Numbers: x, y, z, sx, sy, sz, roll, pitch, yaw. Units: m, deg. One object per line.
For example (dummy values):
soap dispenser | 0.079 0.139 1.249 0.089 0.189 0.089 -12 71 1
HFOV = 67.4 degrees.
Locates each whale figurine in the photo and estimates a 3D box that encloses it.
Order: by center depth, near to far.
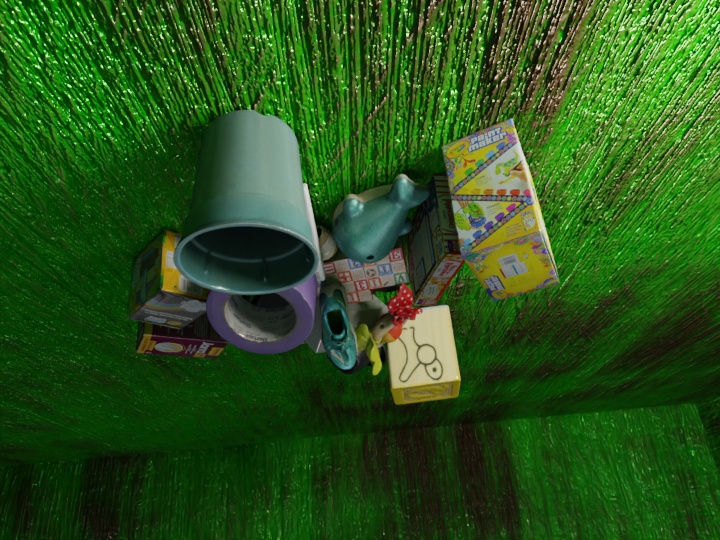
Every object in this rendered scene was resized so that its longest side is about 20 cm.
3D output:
whale figurine | 0.035 -0.084 0.941 0.155 0.108 0.198 18 145 -37

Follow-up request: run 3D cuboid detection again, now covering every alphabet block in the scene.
alphabet block | 0.166 0.235 1.479 0.187 0.208 0.198 -8 154 7

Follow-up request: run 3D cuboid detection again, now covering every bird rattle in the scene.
bird rattle | 0.059 0.119 1.208 0.202 0.112 0.163 -51 166 5

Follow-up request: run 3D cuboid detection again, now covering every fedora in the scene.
fedora | -0.026 0.212 1.424 0.196 0.092 0.205 28 145 22

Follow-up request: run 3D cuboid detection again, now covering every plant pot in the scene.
plant pot | -0.157 -0.100 0.770 0.191 0.203 0.202 -3 154 -2

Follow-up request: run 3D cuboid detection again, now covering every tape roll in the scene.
tape roll | -0.177 0.053 0.985 0.191 0.087 0.205 0 131 1

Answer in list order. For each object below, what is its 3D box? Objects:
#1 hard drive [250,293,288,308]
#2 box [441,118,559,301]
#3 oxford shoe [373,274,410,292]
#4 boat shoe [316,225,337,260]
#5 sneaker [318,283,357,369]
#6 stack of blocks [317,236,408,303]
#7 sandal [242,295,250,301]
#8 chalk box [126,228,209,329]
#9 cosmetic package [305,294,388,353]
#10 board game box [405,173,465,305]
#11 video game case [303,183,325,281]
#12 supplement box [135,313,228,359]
hard drive | -0.149 0.065 1.197 0.197 0.042 0.138 23 102 -48
box | 0.228 -0.088 0.870 0.118 0.200 0.200 -16 151 22
oxford shoe | 0.028 0.014 1.200 0.192 0.074 0.071 -10 -177 6
boat shoe | -0.142 -0.040 1.041 0.193 0.076 0.069 -21 147 11
sneaker | -0.049 0.129 1.101 0.074 0.081 0.206 -13 122 -1
stack of blocks | 0.000 0.000 1.104 0.192 0.060 0.118 -11 129 10
sandal | -0.281 0.115 1.296 0.055 0.083 0.202 10 149 -18
chalk box | -0.380 0.030 1.070 0.122 0.129 0.197 18 146 -41
cosmetic package | -0.037 0.114 1.240 0.196 0.084 0.111 4 116 -46
board game box | 0.132 -0.049 0.976 0.044 0.157 0.201 1 154 -11
video game case | -0.164 -0.056 0.963 0.174 0.024 0.205 -5 131 5
supplement box | -0.423 0.137 1.288 0.193 0.107 0.131 9 150 -27
